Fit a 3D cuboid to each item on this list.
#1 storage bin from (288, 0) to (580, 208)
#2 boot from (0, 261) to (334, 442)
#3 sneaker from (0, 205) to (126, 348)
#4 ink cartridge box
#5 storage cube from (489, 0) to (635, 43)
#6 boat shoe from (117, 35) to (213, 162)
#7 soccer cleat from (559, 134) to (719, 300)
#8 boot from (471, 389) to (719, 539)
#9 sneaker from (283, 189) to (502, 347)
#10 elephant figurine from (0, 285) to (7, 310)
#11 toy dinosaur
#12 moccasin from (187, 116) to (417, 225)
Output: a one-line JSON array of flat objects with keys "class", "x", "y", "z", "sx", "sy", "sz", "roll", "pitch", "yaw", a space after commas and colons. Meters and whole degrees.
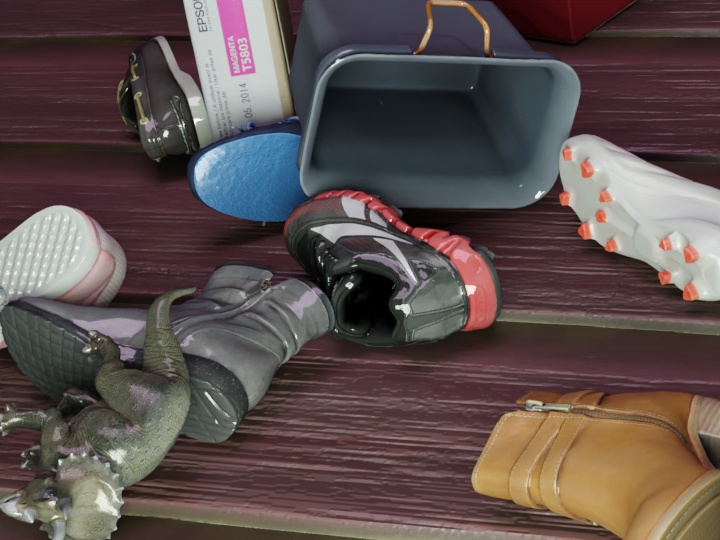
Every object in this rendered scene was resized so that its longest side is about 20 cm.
[{"class": "storage bin", "x": 0.041, "y": -0.142, "z": 1.469, "sx": 0.199, "sy": 0.146, "sz": 0.135, "roll": -1, "pitch": 36, "yaw": -19}, {"class": "boot", "x": -0.126, "y": 0.039, "z": 1.319, "sx": 0.199, "sy": 0.070, "sz": 0.132, "roll": 19, "pitch": 42, "yaw": 24}, {"class": "sneaker", "x": -0.250, "y": 0.027, "z": 1.396, "sx": 0.199, "sy": 0.076, "sz": 0.105, "roll": -29, "pitch": -16, "yaw": 11}, {"class": "ink cartridge box", "x": -0.096, "y": -0.200, "z": 1.635, "sx": 0.075, "sy": 0.201, "sz": 0.165, "roll": -8, "pitch": 26, "yaw": 3}, {"class": "storage cube", "x": 0.162, "y": -0.327, "z": 1.821, "sx": 0.170, "sy": 0.181, "sz": 0.200, "roll": 12, "pitch": 32, "yaw": 36}, {"class": "boat shoe", "x": -0.175, "y": -0.146, "z": 1.695, "sx": 0.060, "sy": 0.072, "sz": 0.201, "roll": -19, "pitch": 25, "yaw": -10}, {"class": "soccer cleat", "x": 0.207, "y": -0.038, "z": 1.372, "sx": 0.077, "sy": 0.070, "sz": 0.200, "roll": -16, "pitch": 34, "yaw": -24}, {"class": "boot", "x": 0.129, "y": 0.115, "z": 1.075, "sx": 0.154, "sy": 0.077, "sz": 0.200, "roll": 6, "pitch": 28, "yaw": 25}, {"class": "sneaker", "x": 0.000, "y": 0.000, "z": 1.352, "sx": 0.098, "sy": 0.071, "sz": 0.200, "roll": -24, "pitch": 32, "yaw": -32}, {"class": "elephant figurine", "x": -0.337, "y": 0.070, "z": 1.275, "sx": 0.201, "sy": 0.141, "sz": 0.155, "roll": -57, "pitch": 3, "yaw": -16}, {"class": "toy dinosaur", "x": -0.148, "y": 0.095, "z": 1.201, "sx": 0.102, "sy": 0.077, "sz": 0.200, "roll": 26, "pitch": 52, "yaw": 28}, {"class": "moccasin", "x": -0.041, "y": -0.079, "z": 1.536, "sx": 0.199, "sy": 0.081, "sz": 0.068, "roll": -5, "pitch": 19, "yaw": -24}]
